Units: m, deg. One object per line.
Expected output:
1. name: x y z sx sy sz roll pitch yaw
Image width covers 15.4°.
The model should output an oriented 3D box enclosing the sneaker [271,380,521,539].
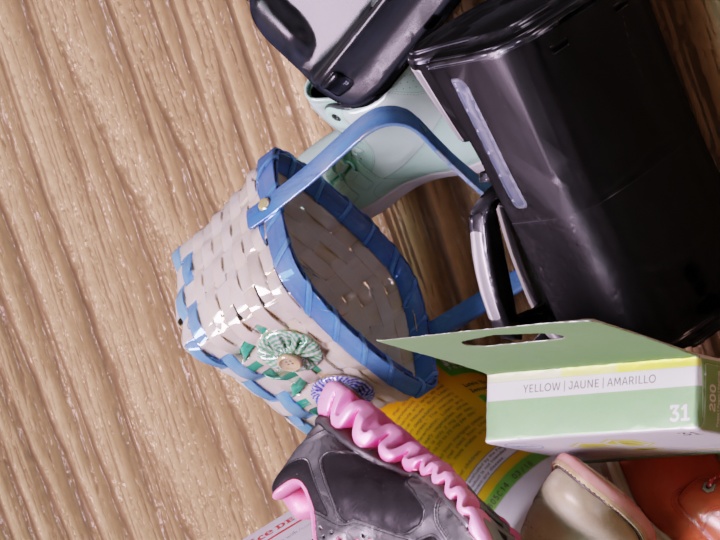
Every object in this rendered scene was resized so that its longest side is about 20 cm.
1. sneaker: 0.017 0.144 1.513 0.079 0.095 0.200 48 172 -38

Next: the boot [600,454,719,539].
1. boot: 0.219 0.136 1.532 0.200 0.075 0.107 54 134 11

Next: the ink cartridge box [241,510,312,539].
1. ink cartridge box: -0.028 0.211 1.736 0.200 0.116 0.068 30 146 60

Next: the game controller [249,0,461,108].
1. game controller: 0.018 -0.189 1.522 0.104 0.042 0.200 47 116 13

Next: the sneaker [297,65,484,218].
1. sneaker: -0.005 -0.094 1.650 0.200 0.118 0.074 -19 52 47

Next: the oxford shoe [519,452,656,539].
1. oxford shoe: 0.119 0.164 1.523 0.071 0.074 0.200 38 164 17

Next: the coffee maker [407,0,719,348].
1. coffee maker: 0.140 -0.064 1.470 0.191 0.135 0.201 -15 109 35

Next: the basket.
1. basket: 0.000 0.000 1.614 0.200 0.176 0.140 -39 39 19

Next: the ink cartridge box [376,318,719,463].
1. ink cartridge box: 0.124 0.068 1.434 0.145 0.199 0.048 -7 77 39

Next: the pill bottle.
1. pill bottle: 0.054 0.117 1.685 0.200 0.111 0.112 36 131 36
